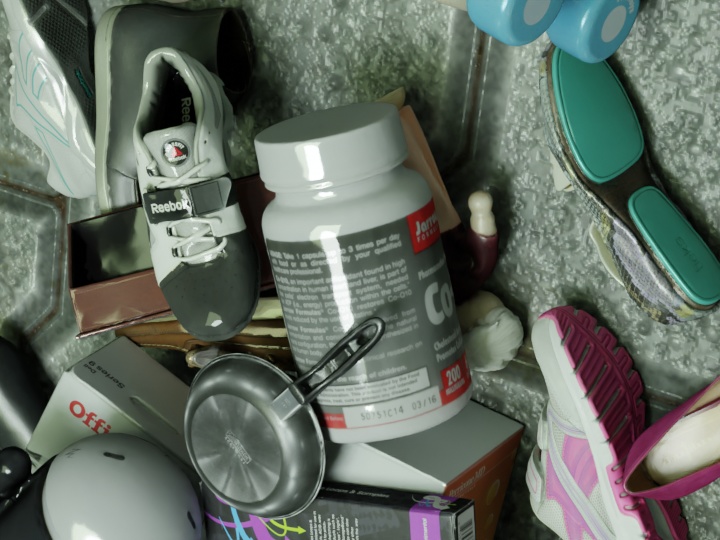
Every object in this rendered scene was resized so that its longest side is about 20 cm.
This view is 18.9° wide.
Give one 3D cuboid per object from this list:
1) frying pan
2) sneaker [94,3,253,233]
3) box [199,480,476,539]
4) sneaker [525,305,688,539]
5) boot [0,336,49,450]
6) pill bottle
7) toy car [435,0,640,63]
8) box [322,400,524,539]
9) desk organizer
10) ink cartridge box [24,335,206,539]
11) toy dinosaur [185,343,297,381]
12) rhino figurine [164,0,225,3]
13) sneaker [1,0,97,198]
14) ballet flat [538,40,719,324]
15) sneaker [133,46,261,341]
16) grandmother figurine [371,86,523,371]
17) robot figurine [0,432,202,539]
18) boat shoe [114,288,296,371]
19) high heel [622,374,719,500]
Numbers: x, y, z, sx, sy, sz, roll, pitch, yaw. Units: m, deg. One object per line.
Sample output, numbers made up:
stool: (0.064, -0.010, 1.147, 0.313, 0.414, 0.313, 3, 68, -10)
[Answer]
frying pan: (-0.045, 0.104, 1.391, 0.189, 0.031, 0.116, -15, 98, 40)
sneaker: (-0.129, -0.089, 1.545, 0.105, 0.075, 0.202, 2, 105, 30)
box: (-0.013, 0.213, 1.442, 0.199, 0.036, 0.144, 4, 105, 30)
sneaker: (0.145, 0.124, 1.442, 0.088, 0.081, 0.202, -14, 96, 32)
boot: (-0.199, 0.121, 1.656, 0.199, 0.066, 0.166, -5, 110, 35)
pill bottle: (0.000, 0.000, 1.409, 0.113, 0.114, 0.202, -4, 107, 32)
toy car: (0.092, -0.259, 1.317, 0.184, 0.176, 0.201, 33, 107, 31)
box: (0.025, 0.194, 1.510, 0.097, 0.124, 0.201, 23, 116, 23)
desk organizer: (-0.107, -0.018, 1.504, 0.198, 0.072, 0.078, -15, 94, 3)
ink cartridge box: (-0.177, 0.173, 1.582, 0.146, 0.084, 0.201, 36, 119, 10)
toy dinosaur: (-0.033, 0.103, 1.533, 0.200, 0.061, 0.106, 43, 155, -19)
rhino figurine: (-0.149, -0.229, 1.523, 0.199, 0.060, 0.088, 7, 125, 28)
sneaker: (-0.233, -0.145, 1.595, 0.080, 0.070, 0.202, -17, 96, 36)
ballet flat: (0.159, -0.051, 1.392, 0.072, 0.072, 0.201, -32, 86, 34)
sneaker: (-0.118, -0.053, 1.428, 0.074, 0.089, 0.202, -15, 71, 9)
grandmother figurine: (0.051, -0.023, 1.472, 0.121, 0.060, 0.201, -23, 95, 54)
robot figurine: (-0.195, 0.195, 1.480, 0.200, 0.150, 0.125, -42, 59, 31)
boat shoe: (-0.095, 0.050, 1.569, 0.199, 0.072, 0.069, -4, 102, 32)
high heel: (0.251, 0.084, 1.356, 0.068, 0.096, 0.200, 51, 123, 8)
